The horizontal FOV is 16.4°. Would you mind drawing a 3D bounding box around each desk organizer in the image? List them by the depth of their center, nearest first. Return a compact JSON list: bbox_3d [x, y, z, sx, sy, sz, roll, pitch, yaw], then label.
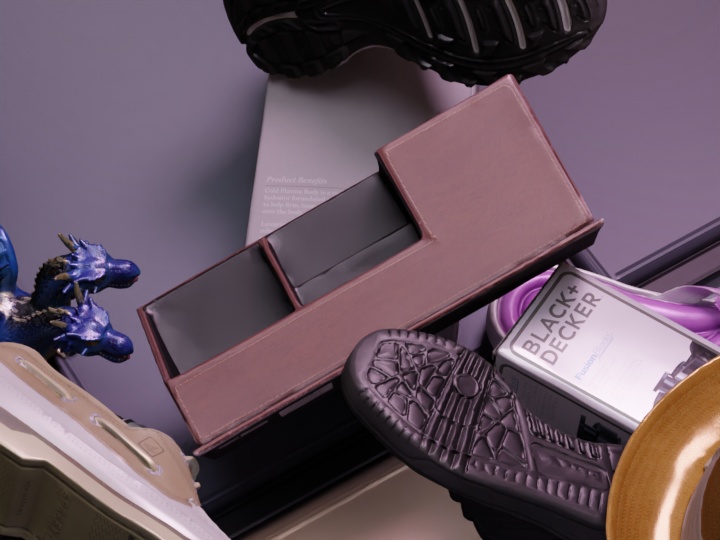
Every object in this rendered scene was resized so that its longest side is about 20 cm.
[{"bbox_3d":[0.000,0.000,1.090,0.199,0.072,0.077,-30,84,-1],"label":"desk organizer"}]

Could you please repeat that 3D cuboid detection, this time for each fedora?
[{"bbox_3d":[0.196,0.089,0.986,0.199,0.082,0.201,2,54,-3],"label":"fedora"}]

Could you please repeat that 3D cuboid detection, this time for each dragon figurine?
[{"bbox_3d":[-0.187,0.010,1.155,0.199,0.100,0.059,15,58,13],"label":"dragon figurine"}]

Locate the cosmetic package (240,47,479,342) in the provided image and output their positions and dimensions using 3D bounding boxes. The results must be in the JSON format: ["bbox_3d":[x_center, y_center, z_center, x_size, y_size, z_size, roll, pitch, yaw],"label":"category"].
[{"bbox_3d":[0.003,-0.048,1.209,0.106,0.090,0.201,6,54,3],"label":"cosmetic package"}]

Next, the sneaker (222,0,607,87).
[{"bbox_3d":[0.029,-0.133,1.138,0.199,0.074,0.079,8,40,40],"label":"sneaker"}]

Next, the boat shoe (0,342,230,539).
[{"bbox_3d":[-0.097,0.099,1.049,0.200,0.075,0.068,38,43,4],"label":"boat shoe"}]

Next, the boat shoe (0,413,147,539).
[{"bbox_3d":[-0.162,0.137,1.098,0.063,0.071,0.200,26,52,14],"label":"boat shoe"}]

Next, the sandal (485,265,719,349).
[{"bbox_3d":[0.159,0.036,1.177,0.201,0.050,0.083,8,57,3],"label":"sandal"}]

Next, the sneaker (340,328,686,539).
[{"bbox_3d":[0.069,0.104,1.070,0.199,0.104,0.060,27,54,-5],"label":"sneaker"}]

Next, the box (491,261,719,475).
[{"bbox_3d":[0.152,0.091,1.102,0.199,0.117,0.060,28,60,17],"label":"box"}]
